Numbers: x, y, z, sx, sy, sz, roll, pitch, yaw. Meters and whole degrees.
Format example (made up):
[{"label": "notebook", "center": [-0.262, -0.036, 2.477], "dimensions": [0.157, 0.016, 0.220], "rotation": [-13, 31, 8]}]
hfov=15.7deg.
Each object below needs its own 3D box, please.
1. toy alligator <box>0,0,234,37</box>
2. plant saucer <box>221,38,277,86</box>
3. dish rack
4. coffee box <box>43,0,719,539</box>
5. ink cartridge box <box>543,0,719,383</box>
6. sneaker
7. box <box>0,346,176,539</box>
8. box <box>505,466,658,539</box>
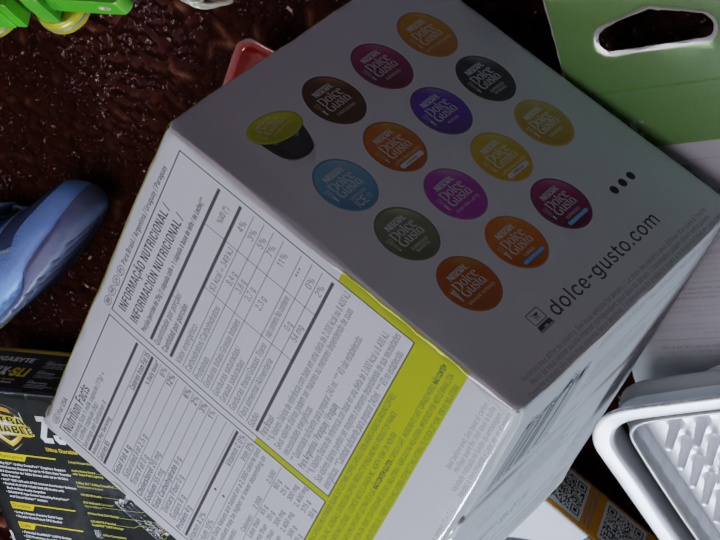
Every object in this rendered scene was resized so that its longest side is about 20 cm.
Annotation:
[{"label": "toy alligator", "center": [-0.156, -0.158, 1.353], "dimensions": [0.199, 0.059, 0.055], "rotation": [-2, 73, 19]}, {"label": "plant saucer", "center": [0.000, 0.000, 1.356], "dimensions": [0.199, 0.037, 0.201], "rotation": [30, 124, 12]}, {"label": "dish rack", "center": [0.221, 0.105, 1.250], "dimensions": [0.171, 0.044, 0.200], "rotation": [-8, 137, 32]}, {"label": "coffee box", "center": [0.009, 0.021, 1.196], "dimensions": [0.197, 0.200, 0.200], "rotation": [39, 132, 13]}, {"label": "ink cartridge box", "center": [0.163, -0.049, 1.227], "dimensions": [0.103, 0.059, 0.201], "rotation": [-5, 112, 30]}, {"label": "sneaker", "center": [-0.219, -0.003, 1.450], "dimensions": [0.200, 0.074, 0.082], "rotation": [-34, 94, 35]}, {"label": "box", "center": [-0.117, 0.125, 1.451], "dimensions": [0.199, 0.049, 0.160], "rotation": [3, 122, 34]}, {"label": "box", "center": [0.117, 0.183, 1.364], "dimensions": [0.200, 0.042, 0.119], "rotation": [40, 126, -8]}]
